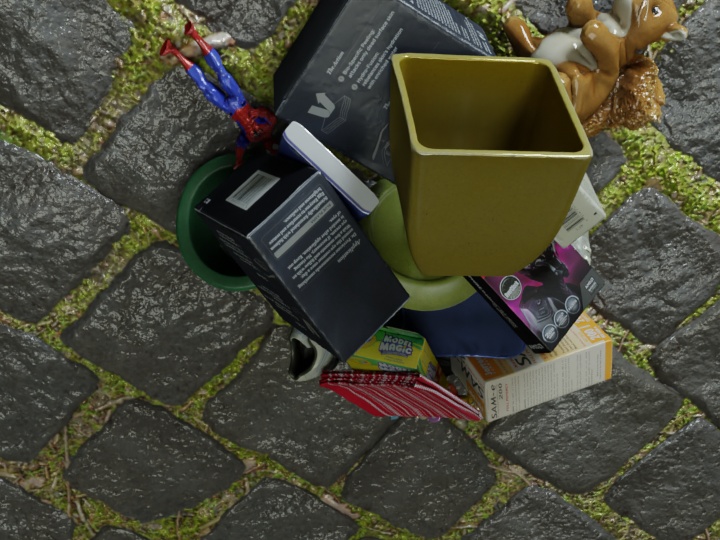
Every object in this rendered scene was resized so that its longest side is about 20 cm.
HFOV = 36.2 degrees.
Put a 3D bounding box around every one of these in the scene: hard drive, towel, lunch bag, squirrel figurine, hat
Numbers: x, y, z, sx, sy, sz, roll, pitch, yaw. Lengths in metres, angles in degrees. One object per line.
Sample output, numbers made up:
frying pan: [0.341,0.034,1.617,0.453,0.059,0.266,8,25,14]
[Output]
hard drive: [-0.044,-0.110,1.319,0.132,0.200,0.025,43,84,-4]
towel: [0.052,0.174,1.504,0.198,0.023,0.144,-4,151,46]
lunch bag: [0.152,0.027,1.508,0.196,0.133,0.138,2,127,5]
squirrel figurine: [0.307,-0.262,1.356,0.185,0.142,0.201,-34,134,5]
hat: [-0.153,-0.051,1.504,0.162,0.176,0.204,10,92,6]

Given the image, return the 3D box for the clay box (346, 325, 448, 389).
clay box: [0.044,0.126,1.487,0.113,0.048,0.200,11,160,21]

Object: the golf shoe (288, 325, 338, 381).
golf shoe: [-0.058,0.063,1.520,0.077,0.097,0.204,16,113,23]

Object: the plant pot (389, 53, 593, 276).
plant pot: [0.127,-0.103,1.240,0.190,0.197,0.202,0,130,-8]

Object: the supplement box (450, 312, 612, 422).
supplement box: [0.238,0.120,1.550,0.197,0.126,0.075,-17,125,-14]

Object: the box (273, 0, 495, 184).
box: [0.026,-0.242,1.326,0.198,0.118,0.198,27,117,-21]

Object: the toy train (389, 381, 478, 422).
toy train: [0.139,0.180,1.629,0.196,0.150,0.057,-10,91,-6]

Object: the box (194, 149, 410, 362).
box: [-0.072,-0.022,1.310,0.117,0.196,0.201,-42,117,-11]

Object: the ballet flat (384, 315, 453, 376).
ballet flat: [0.063,0.111,1.597,0.197,0.069,0.069,24,131,-18]

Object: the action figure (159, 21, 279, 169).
action figure: [-0.164,-0.201,1.362,0.065,0.100,0.200,-33,122,18]

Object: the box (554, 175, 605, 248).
box: [0.237,-0.123,1.378,0.068,0.201,0.082,-38,117,20]

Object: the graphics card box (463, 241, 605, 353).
graphics card box: [0.202,-0.008,1.390,0.200,0.051,0.126,47,71,-10]

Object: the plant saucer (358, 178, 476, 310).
plant saucer: [0.082,-0.048,1.424,0.196,0.204,0.031,-1,157,-4]

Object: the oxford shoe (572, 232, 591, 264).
oxford shoe: [0.286,-0.007,1.483,0.057,0.203,0.075,16,163,18]
